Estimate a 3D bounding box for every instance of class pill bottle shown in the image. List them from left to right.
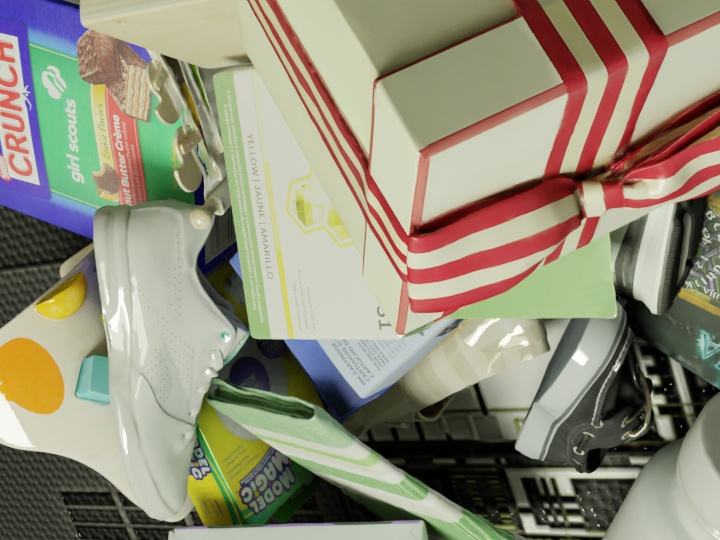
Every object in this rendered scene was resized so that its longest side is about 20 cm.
[{"bbox_3d":[0.198,0.158,0.815,0.114,0.114,0.201,32,139,16],"label":"pill bottle"}]

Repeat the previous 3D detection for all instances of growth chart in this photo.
[{"bbox_3d":[-0.087,-0.139,0.844,0.018,0.145,0.202,3,120,30],"label":"growth chart"}]

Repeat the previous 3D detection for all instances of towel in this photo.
[{"bbox_3d":[0.007,0.128,0.922,0.200,0.024,0.152,37,164,-27],"label":"towel"}]

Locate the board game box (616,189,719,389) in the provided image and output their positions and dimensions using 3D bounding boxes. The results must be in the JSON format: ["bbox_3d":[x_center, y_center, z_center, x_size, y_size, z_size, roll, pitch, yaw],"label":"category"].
[{"bbox_3d":[0.197,-0.006,0.795,0.199,0.028,0.136,34,131,13],"label":"board game box"}]

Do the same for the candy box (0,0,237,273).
[{"bbox_3d":[-0.170,-0.110,0.961,0.199,0.077,0.170,20,127,26],"label":"candy box"}]

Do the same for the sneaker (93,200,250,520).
[{"bbox_3d":[-0.110,0.057,0.891,0.088,0.075,0.202,-6,106,-7],"label":"sneaker"}]

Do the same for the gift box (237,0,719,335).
[{"bbox_3d":[0.062,-0.090,0.598,0.188,0.183,0.200,60,172,22],"label":"gift box"}]

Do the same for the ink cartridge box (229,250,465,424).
[{"bbox_3d":[0.000,0.000,0.825,0.120,0.042,0.200,54,134,10],"label":"ink cartridge box"}]

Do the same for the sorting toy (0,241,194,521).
[{"bbox_3d":[-0.162,0.079,1.017,0.106,0.200,0.181,-32,102,23],"label":"sorting toy"}]

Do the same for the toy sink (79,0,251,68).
[{"bbox_3d":[-0.060,-0.218,0.735,0.129,0.112,0.202,-1,82,36],"label":"toy sink"}]

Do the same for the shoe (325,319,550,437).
[{"bbox_3d":[0.043,0.070,0.920,0.200,0.070,0.054,-40,82,41],"label":"shoe"}]

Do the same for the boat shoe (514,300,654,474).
[{"bbox_3d":[0.135,0.074,0.826,0.066,0.070,0.200,24,155,7],"label":"boat shoe"}]

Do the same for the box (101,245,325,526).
[{"bbox_3d":[-0.086,0.089,0.993,0.048,0.117,0.201,-9,111,39],"label":"box"}]

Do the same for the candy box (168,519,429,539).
[{"bbox_3d":[-0.028,0.244,0.981,0.166,0.072,0.201,-3,145,8],"label":"candy box"}]

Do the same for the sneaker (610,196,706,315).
[{"bbox_3d":[0.120,-0.077,0.735,0.115,0.076,0.202,19,128,22],"label":"sneaker"}]

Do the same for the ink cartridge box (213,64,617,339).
[{"bbox_3d":[0.023,-0.040,0.734,0.199,0.048,0.147,-1,101,36],"label":"ink cartridge box"}]
